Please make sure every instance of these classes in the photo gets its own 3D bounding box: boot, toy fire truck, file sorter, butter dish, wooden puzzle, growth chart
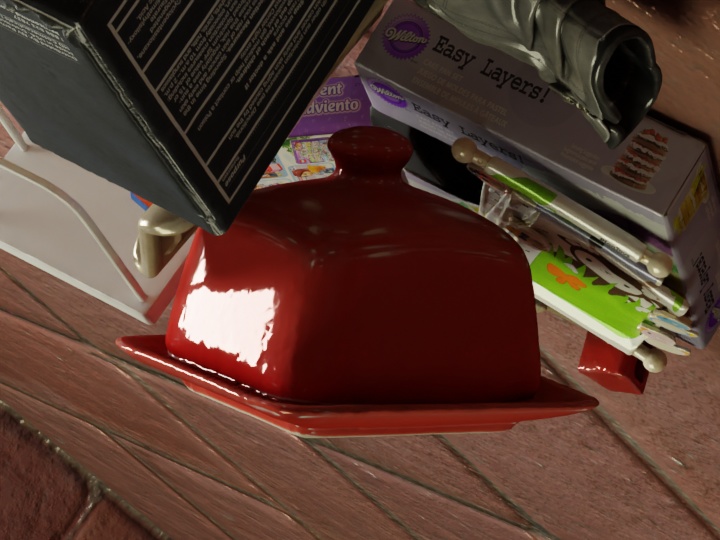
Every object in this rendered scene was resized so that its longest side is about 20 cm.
[{"bbox_3d":[0.066,-0.130,1.226,0.132,0.070,0.200,40,-177,25],"label":"boot"},{"bbox_3d":[0.075,0.013,1.670,0.141,0.049,0.200,9,166,36],"label":"toy fire truck"},{"bbox_3d":[-0.126,-0.104,1.529,0.139,0.200,0.125,26,161,29],"label":"file sorter"},{"bbox_3d":[0.000,0.000,1.465,0.199,0.148,0.199,0,-171,-31],"label":"butter dish"},{"bbox_3d":[-0.054,-0.085,1.389,0.046,0.185,0.200,41,172,-3],"label":"wooden puzzle"},{"bbox_3d":[0.114,-0.003,1.503,0.144,0.018,0.200,30,167,11],"label":"growth chart"}]

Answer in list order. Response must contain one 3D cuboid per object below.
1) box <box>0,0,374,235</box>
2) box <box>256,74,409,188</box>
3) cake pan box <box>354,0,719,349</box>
[{"bbox_3d":[-0.082,-0.155,1.225,0.123,0.200,0.198,26,165,25],"label":"box"},{"bbox_3d":[-0.029,-0.052,1.685,0.136,0.039,0.200,-5,157,9],"label":"box"},{"bbox_3d":[0.099,-0.051,1.508,0.200,0.052,0.184,28,164,21],"label":"cake pan box"}]
